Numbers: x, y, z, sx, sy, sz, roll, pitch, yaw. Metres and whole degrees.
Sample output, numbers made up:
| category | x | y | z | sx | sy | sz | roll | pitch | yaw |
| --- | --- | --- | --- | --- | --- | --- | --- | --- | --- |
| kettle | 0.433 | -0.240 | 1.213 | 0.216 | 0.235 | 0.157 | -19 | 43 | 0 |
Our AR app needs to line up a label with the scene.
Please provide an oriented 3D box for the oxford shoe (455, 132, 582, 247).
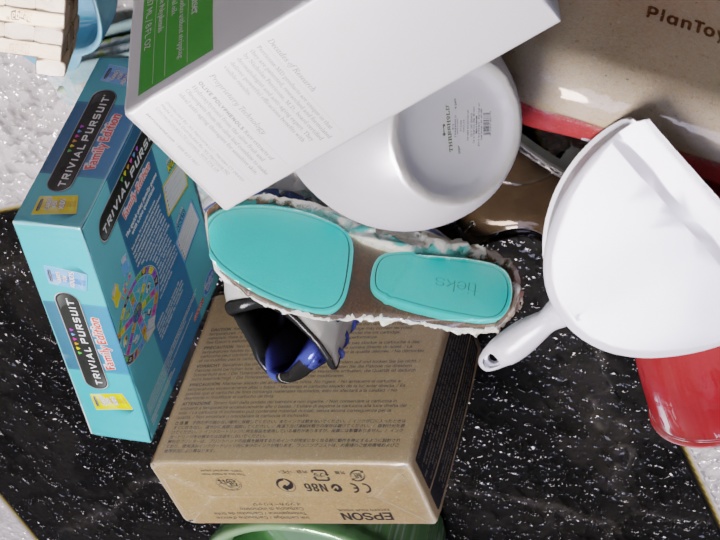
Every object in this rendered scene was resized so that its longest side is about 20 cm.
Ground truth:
| category | x | y | z | sx | sy | sz | roll | pitch | yaw |
| --- | --- | --- | --- | --- | --- | --- | --- | --- | --- |
| oxford shoe | 0.070 | -0.060 | 1.085 | 0.199 | 0.085 | 0.073 | 30 | -179 | 9 |

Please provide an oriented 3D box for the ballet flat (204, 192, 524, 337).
| category | x | y | z | sx | sy | sz | roll | pitch | yaw |
| --- | --- | --- | --- | --- | --- | --- | --- | --- | --- |
| ballet flat | 0.000 | 0.000 | 1.076 | 0.199 | 0.072 | 0.072 | 14 | 138 | -4 |

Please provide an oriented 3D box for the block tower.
| category | x | y | z | sx | sy | sz | roll | pitch | yaw |
| --- | --- | --- | --- | --- | --- | --- | --- | --- | --- |
| block tower | -0.183 | -0.212 | 0.986 | 0.057 | 0.054 | 0.201 | 7 | 120 | -2 |

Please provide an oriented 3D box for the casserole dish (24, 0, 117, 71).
| category | x | y | z | sx | sy | sz | roll | pitch | yaw |
| --- | --- | --- | --- | --- | --- | --- | --- | --- | --- |
| casserole dish | -0.211 | -0.217 | 1.070 | 0.121 | 0.039 | 0.201 | 6 | 127 | 39 |

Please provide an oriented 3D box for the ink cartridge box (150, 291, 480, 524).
| category | x | y | z | sx | sy | sz | roll | pitch | yaw |
| --- | --- | --- | --- | --- | --- | --- | --- | --- | --- |
| ink cartridge box | -0.028 | 0.095 | 1.254 | 0.199 | 0.165 | 0.075 | -3 | 135 | 24 |

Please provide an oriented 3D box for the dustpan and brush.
| category | x | y | z | sx | sy | sz | roll | pitch | yaw |
| --- | --- | --- | --- | --- | --- | --- | --- | --- | --- |
| dustpan and brush | 0.133 | 0.011 | 0.995 | 0.140 | 0.057 | 0.200 | 47 | 119 | -6 |

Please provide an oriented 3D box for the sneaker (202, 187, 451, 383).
| category | x | y | z | sx | sy | sz | roll | pitch | yaw |
| --- | --- | --- | --- | --- | --- | --- | --- | --- | --- |
| sneaker | -0.023 | 0.020 | 1.160 | 0.199 | 0.116 | 0.080 | 12 | 162 | -42 |

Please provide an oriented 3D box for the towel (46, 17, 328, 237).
| category | x | y | z | sx | sy | sz | roll | pitch | yaw |
| --- | --- | --- | --- | --- | --- | --- | --- | --- | --- |
| towel | -0.090 | -0.099 | 1.169 | 0.199 | 0.048 | 0.171 | -7 | 134 | 27 |

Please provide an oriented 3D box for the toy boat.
| category | x | y | z | sx | sy | sz | roll | pitch | yaw |
| --- | --- | --- | --- | --- | --- | --- | --- | --- | --- |
| toy boat | 0.164 | -0.104 | 1.012 | 0.199 | 0.131 | 0.131 | 18 | 149 | 3 |

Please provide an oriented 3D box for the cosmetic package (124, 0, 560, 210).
| category | x | y | z | sx | sy | sz | roll | pitch | yaw |
| --- | --- | --- | --- | --- | --- | --- | --- | --- | --- |
| cosmetic package | -0.011 | -0.129 | 0.856 | 0.199 | 0.108 | 0.085 | -30 | 128 | 21 |

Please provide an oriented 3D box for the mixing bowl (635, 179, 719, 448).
| category | x | y | z | sx | sy | sz | roll | pitch | yaw |
| --- | --- | --- | --- | --- | --- | --- | --- | --- | --- |
| mixing bowl | 0.236 | 0.002 | 1.054 | 0.200 | 0.200 | 0.109 | -21 | 109 | 36 |

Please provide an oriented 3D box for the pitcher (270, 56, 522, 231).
| category | x | y | z | sx | sy | sz | roll | pitch | yaw |
| --- | --- | --- | --- | --- | --- | --- | --- | --- | --- |
| pitcher | 0.001 | -0.114 | 0.979 | 0.200 | 0.121 | 0.172 | 22 | 123 | 60 |

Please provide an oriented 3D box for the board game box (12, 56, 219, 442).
| category | x | y | z | sx | sy | sz | roll | pitch | yaw |
| --- | --- | --- | --- | --- | --- | --- | --- | --- | --- |
| board game box | -0.152 | -0.012 | 1.137 | 0.047 | 0.151 | 0.201 | 5 | 137 | 15 |

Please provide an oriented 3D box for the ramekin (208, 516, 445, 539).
| category | x | y | z | sx | sy | sz | roll | pitch | yaw |
| --- | --- | --- | --- | --- | --- | --- | --- | --- | --- |
| ramekin | -0.025 | 0.235 | 1.446 | 0.199 | 0.098 | 0.201 | 11 | 137 | 11 |
